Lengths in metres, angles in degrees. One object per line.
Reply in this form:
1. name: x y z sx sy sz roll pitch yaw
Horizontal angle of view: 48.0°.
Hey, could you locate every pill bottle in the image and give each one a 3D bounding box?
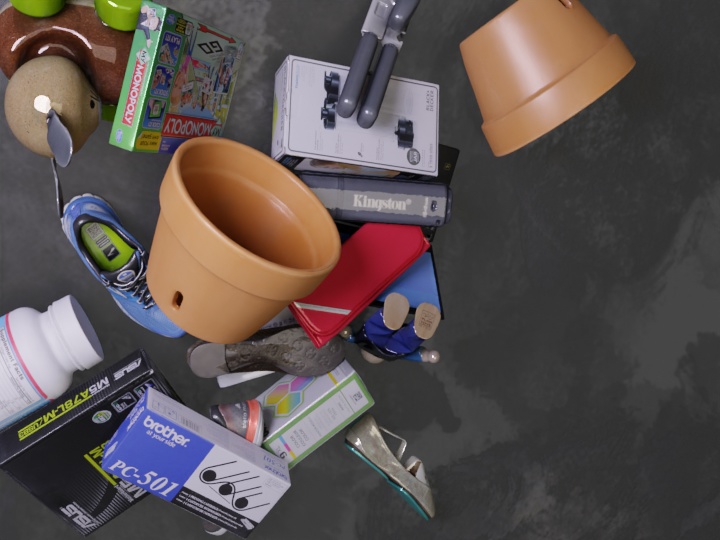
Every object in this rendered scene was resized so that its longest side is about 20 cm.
1. pill bottle: -0.392 0.111 0.893 0.197 0.109 0.111 -29 114 -11

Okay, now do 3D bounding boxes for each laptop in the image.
1. laptop: 0.041 -0.065 1.008 0.173 0.103 0.205 11 104 -24

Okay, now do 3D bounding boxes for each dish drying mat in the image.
1. dish drying mat: 0.000 0.000 0.965 0.199 0.018 0.077 -42 100 -23

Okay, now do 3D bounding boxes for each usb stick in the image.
1. usb stick: 0.014 -0.085 0.964 0.194 0.033 0.057 3 92 -12

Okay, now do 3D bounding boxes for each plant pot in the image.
1. plant pot: -0.137 -0.021 0.860 0.197 0.202 0.141 24 122 -25
2. plant pot: 0.211 -0.254 0.981 0.198 0.200 0.142 -36 99 -7

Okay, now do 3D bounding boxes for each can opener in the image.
1. can opener: 0.021 -0.255 0.926 0.052 0.067 0.204 23 62 -9

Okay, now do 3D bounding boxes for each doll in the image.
1. doll: 0.039 0.085 1.009 0.133 0.200 0.050 18 69 -9

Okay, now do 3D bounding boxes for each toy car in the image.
1. toy car: -0.275 -0.162 0.778 0.154 0.205 0.165 3 149 -21

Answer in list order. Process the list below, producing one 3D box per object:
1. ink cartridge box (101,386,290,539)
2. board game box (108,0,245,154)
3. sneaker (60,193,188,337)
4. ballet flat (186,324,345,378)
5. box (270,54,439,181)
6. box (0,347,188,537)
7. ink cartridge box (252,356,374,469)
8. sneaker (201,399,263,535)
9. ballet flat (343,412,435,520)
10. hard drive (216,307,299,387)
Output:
1. ink cartridge box: -0.185 0.223 0.924 0.198 0.044 0.095 34 104 -24
2. board game box: -0.185 -0.191 0.845 0.028 0.200 0.138 18 101 11
3. sneaker: -0.265 0.007 0.922 0.078 0.089 0.201 -41 115 -3
4. ballet flat: -0.116 0.099 0.996 0.194 0.046 0.069 -4 102 -15
5. box: -0.005 -0.174 0.963 0.195 0.060 0.120 4 81 -23
6. box: -0.294 0.207 0.952 0.191 0.048 0.202 -33 140 -12
7. ink cartridge box: -0.087 0.188 1.034 0.198 0.104 0.060 -37 114 -6
8. sneaker: -0.180 0.239 0.999 0.080 0.077 0.204 9 115 -22
9. ballet flat: 0.056 0.276 1.137 0.063 0.067 0.200 -48 116 -12
10. hard drive: -0.135 0.034 1.013 0.129 0.027 0.205 -14 111 -16
